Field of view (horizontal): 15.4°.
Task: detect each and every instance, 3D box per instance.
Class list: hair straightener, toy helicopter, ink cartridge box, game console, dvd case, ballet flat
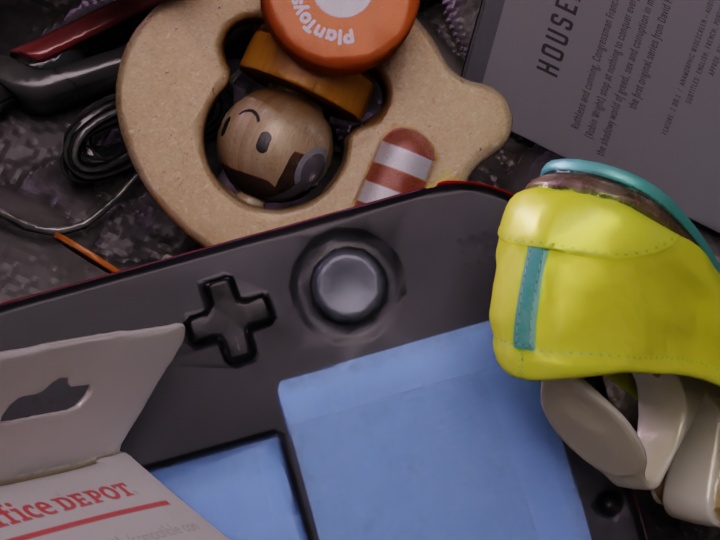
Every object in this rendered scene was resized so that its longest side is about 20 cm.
[{"bbox_3d":[-0.050,-0.066,0.854,0.200,0.041,0.077,-24,68,-11],"label":"hair straightener"},{"bbox_3d":[0.000,0.000,0.802,0.132,0.079,0.200,-38,90,-6],"label":"toy helicopter"},{"bbox_3d":[-0.095,0.116,0.681,0.068,0.115,0.200,37,108,19],"label":"ink cartridge box"},{"bbox_3d":[-0.007,0.087,0.755,0.177,0.031,0.200,-15,89,-7],"label":"game console"},{"bbox_3d":[0.134,-0.065,0.796,0.200,0.150,0.025,27,48,12],"label":"dvd case"},{"bbox_3d":[0.093,0.034,0.742,0.067,0.200,0.067,6,74,36],"label":"ballet flat"}]
